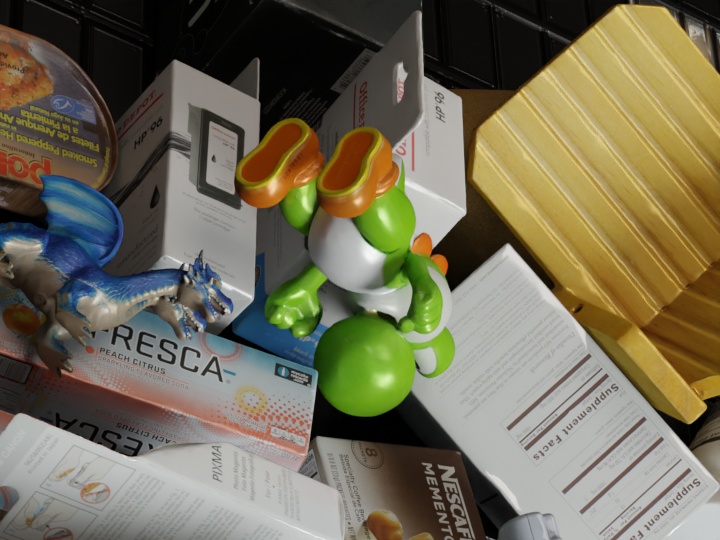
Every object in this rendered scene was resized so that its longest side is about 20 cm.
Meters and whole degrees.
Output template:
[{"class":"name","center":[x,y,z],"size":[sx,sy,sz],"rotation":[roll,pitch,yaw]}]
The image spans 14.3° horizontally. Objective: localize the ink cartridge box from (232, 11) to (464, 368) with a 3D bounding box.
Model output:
[{"class":"ink cartridge box","center":[0.004,-0.048,1.761],"size":[0.068,0.200,0.116],"rotation":[27,35,-22]}]

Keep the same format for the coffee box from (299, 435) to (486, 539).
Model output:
[{"class":"coffee box","center":[0.020,0.205,1.674],"size":[0.114,0.080,0.201],"rotation":[10,51,-37]}]

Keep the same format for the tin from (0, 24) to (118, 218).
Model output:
[{"class":"tin","center":[-0.228,-0.094,1.677],"size":[0.199,0.042,0.112],"rotation":[18,46,-42]}]

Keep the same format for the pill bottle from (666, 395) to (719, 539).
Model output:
[{"class":"pill bottle","center":[0.273,0.143,1.933],"size":[0.116,0.116,0.200],"rotation":[44,38,-3]}]

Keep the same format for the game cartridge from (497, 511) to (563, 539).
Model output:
[{"class":"game cartridge","center":[0.111,0.221,1.670],"size":[0.041,0.200,0.134],"rotation":[-11,74,-2]}]

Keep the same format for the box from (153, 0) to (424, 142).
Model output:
[{"class":"box","center":[-0.048,-0.186,1.897],"size":[0.124,0.149,0.201],"rotation":[23,44,-25]}]

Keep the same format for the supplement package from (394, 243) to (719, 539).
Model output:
[{"class":"supplement package","center":[0.111,0.099,1.794],"size":[0.109,0.114,0.200],"rotation":[-41,88,-9]}]

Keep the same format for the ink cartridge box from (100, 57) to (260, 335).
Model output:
[{"class":"ink cartridge box","center":[-0.118,-0.041,1.732],"size":[0.068,0.116,0.201],"rotation":[25,42,-26]}]

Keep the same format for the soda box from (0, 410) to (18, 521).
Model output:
[{"class":"soda box","center":[-0.182,0.129,1.568],"size":[0.199,0.064,0.069],"rotation":[23,44,-26]}]

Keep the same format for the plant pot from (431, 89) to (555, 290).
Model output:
[{"class":"plant pot","center":[0.109,-0.046,1.916],"size":[0.199,0.187,0.187],"rotation":[20,44,-14]}]

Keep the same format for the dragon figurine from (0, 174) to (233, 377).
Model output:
[{"class":"dragon figurine","center":[-0.168,-0.010,1.577],"size":[0.200,0.059,0.100],"rotation":[34,43,2]}]

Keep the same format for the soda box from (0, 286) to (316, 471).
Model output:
[{"class":"soda box","center":[-0.129,0.068,1.628],"size":[0.199,0.064,0.069],"rotation":[20,44,-12]}]

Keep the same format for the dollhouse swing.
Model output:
[{"class":"dollhouse swing","center":[0.194,-0.051,1.772],"size":[0.176,0.200,0.182],"rotation":[53,-9,-21]}]

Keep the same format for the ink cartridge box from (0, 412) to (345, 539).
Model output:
[{"class":"ink cartridge box","center":[-0.132,0.147,1.515],"size":[0.199,0.163,0.057],"rotation":[28,31,-22]}]

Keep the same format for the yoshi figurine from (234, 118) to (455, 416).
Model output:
[{"class":"yoshi figurine","center":[-0.003,0.012,1.648],"size":[0.113,0.112,0.200],"rotation":[-111,175,-45]}]
